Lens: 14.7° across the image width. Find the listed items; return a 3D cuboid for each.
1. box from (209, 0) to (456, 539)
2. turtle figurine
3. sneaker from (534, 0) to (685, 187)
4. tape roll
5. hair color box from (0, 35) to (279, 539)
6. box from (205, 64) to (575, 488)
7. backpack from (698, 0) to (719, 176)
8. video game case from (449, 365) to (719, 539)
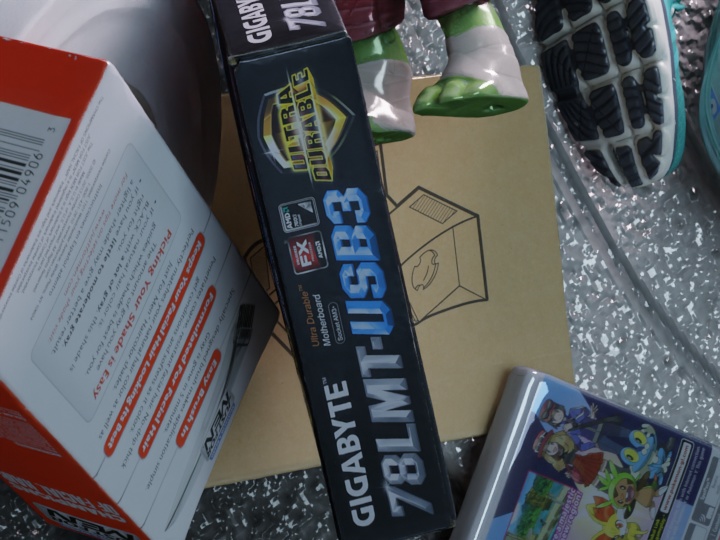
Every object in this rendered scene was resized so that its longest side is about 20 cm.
[{"bbox_3d":[-0.017,-0.028,1.054,0.049,0.199,0.201,-14,116,-3],"label":"box"},{"bbox_3d":[-0.003,-0.157,1.149,0.143,0.200,0.195,-8,83,9],"label":"turtle figurine"},{"bbox_3d":[0.128,-0.139,1.264,0.079,0.077,0.201,-4,90,-36],"label":"sneaker"},{"bbox_3d":[-0.132,-0.027,1.059,0.202,0.070,0.203,-47,146,-46],"label":"tape roll"},{"bbox_3d":[-0.101,0.014,0.987,0.111,0.064,0.200,-67,155,-19],"label":"hair color box"},{"bbox_3d":[0.000,0.000,1.216,0.199,0.021,0.165,-8,92,-29],"label":"box"},{"bbox_3d":[0.245,-0.095,1.275,0.175,0.153,0.201,36,62,-19],"label":"backpack"},{"bbox_3d":[0.111,0.167,1.255,0.181,0.023,0.201,23,85,-25],"label":"video game case"}]
